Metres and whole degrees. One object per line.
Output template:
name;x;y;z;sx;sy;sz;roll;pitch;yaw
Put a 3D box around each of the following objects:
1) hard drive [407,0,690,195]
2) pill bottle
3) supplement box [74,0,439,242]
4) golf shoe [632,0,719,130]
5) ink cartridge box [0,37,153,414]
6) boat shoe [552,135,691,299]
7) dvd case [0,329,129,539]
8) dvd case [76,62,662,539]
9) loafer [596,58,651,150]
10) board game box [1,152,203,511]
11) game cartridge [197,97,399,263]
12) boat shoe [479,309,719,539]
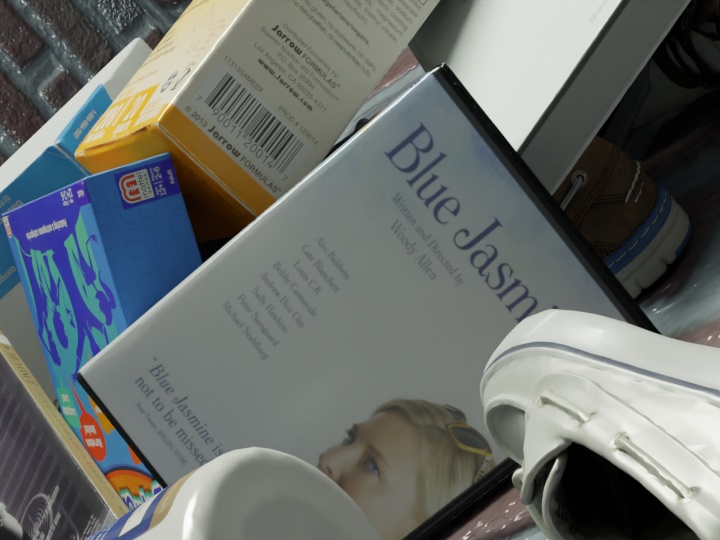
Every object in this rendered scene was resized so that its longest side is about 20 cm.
hard drive;0.080;-0.123;0.811;0.132;0.026;0.200;-55;23;15
pill bottle;-0.086;0.155;0.689;0.199;0.111;0.111;-34;16;32
supplement box;-0.034;-0.113;0.862;0.201;0.073;0.126;-55;19;-18
golf shoe;0.170;-0.119;0.874;0.199;0.078;0.095;-35;16;33
ink cartridge box;-0.123;0.007;1.052;0.144;0.200;0.148;-37;15;27
boat shoe;0.047;0.016;0.816;0.200;0.072;0.072;-41;14;9
dvd case;-0.176;0.137;0.905;0.200;0.016;0.150;42;111;49
dvd case;0.002;0.036;0.739;0.200;0.143;0.018;-39;-1;12
loafer;0.114;-0.136;0.858;0.072;0.063;0.202;11;77;59
board game box;-0.099;0.057;0.844;0.045;0.202;0.152;-19;3;-24
game cartridge;0.000;0.000;0.887;0.199;0.129;0.039;-32;44;35
boat shoe;0.082;0.064;0.594;0.066;0.072;0.200;-41;21;-16
